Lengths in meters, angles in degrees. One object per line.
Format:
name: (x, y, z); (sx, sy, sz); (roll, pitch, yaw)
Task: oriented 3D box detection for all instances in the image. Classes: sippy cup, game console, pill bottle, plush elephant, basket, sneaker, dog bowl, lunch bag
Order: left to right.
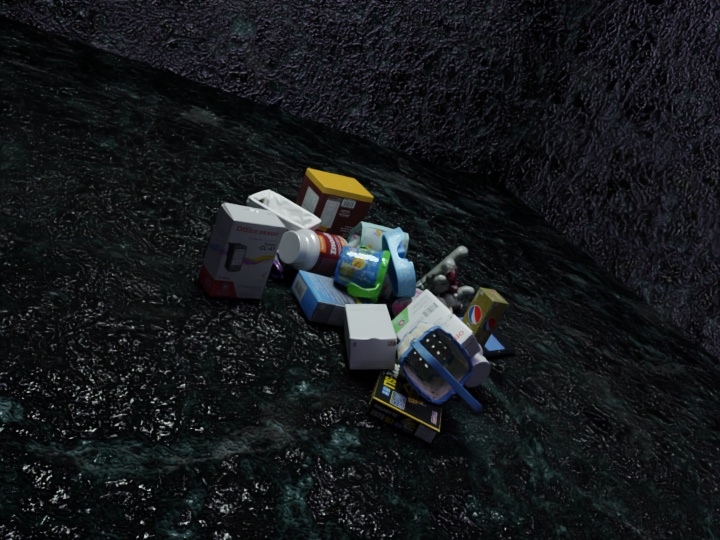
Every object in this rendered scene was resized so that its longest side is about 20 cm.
sneaker: (-0.287, -0.038, 1.637); (0.196, 0.075, 0.088); (19, 28, -18)
basket: (-0.235, -0.127, 1.813); (0.197, 0.126, 0.135); (29, 23, 11)
pill bottle: (-0.127, -0.051, 1.709); (0.113, 0.115, 0.198); (40, 19, 33)
sippy cup: (0.000, 0.000, 1.641); (0.127, 0.143, 0.178); (16, -4, -1)
lunch bag: (0.036, -0.040, 1.811); (0.167, 0.204, 0.123); (13, 25, -25)
dog bowl: (0.101, -0.019, 1.689); (0.048, 0.112, 0.204); (-10, 60, -10)
sneaker: (0.144, 0.097, 1.752); (0.198, 0.082, 0.088); (8, 31, -53)
basket: (0.169, 0.210, 1.338); (0.177, 0.139, 0.200); (46, -5, -18)
plush elephant: (0.280, 0.053, 1.951); (0.156, 0.199, 0.164); (50, 27, 2)
pill bottle: (0.250, 0.206, 1.627); (0.107, 0.111, 0.201); (9, 28, -34)
game console: (0.360, 0.194, 1.874); (0.197, 0.032, 0.177); (1, 33, -44)

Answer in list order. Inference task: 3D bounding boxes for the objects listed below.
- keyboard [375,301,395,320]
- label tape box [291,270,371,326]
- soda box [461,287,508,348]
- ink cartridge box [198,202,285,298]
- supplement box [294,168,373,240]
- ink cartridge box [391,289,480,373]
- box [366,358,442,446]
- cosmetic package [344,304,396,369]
keyboard: (0.107, 0.132, 1.753); (0.197, 0.021, 0.128); (5, 36, -43)
label tape box: (-0.067, 0.080, 1.622); (0.197, 0.067, 0.144); (16, 23, -37)
soda box: (0.316, 0.151, 1.693); (0.063, 0.203, 0.068); (8, 27, -35)
ink cartridge box: (-0.281, -0.041, 1.475); (0.145, 0.204, 0.086); (5, 29, -39)
supplement box: (-0.097, -0.188, 1.988); (0.194, 0.204, 0.133); (6, 28, -38)
ink cartridge box: (0.182, 0.167, 1.561); (0.200, 0.145, 0.085); (46, -7, 46)
box: (0.104, 0.282, 1.389); (0.156, 0.050, 0.200); (25, 23, 2)
cosmetic package: (0.020, 0.152, 1.471); (0.109, 0.083, 0.201); (1, 20, -4)
